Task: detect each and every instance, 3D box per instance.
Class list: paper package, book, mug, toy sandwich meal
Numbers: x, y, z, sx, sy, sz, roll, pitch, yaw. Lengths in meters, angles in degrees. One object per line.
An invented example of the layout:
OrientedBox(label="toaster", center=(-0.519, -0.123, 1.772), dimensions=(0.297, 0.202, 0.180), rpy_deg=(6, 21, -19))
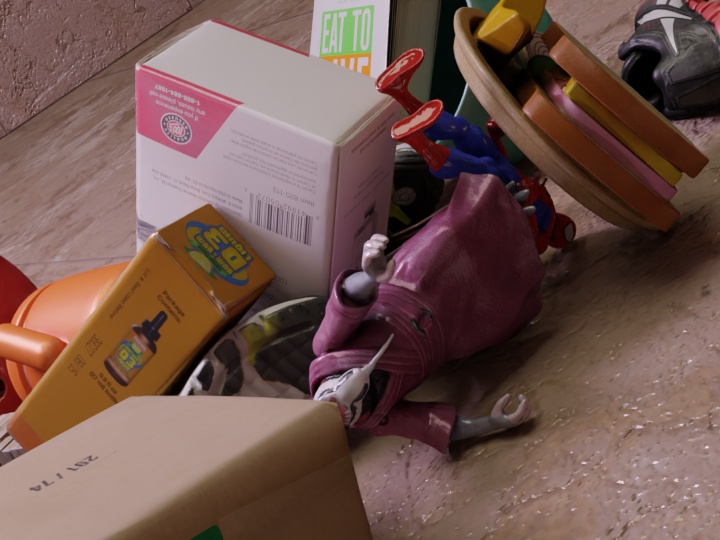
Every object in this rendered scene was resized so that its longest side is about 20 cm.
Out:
OrientedBox(label="paper package", center=(-0.119, 0.144, 0.683), dimensions=(0.199, 0.105, 0.189), rpy_deg=(-27, 14, -40))
OrientedBox(label="book", center=(0.001, -0.131, 1.112), dimensions=(0.048, 0.203, 0.133), rpy_deg=(3, 3, -32))
OrientedBox(label="mug", center=(0.084, -0.167, 1.129), dimensions=(0.113, 0.187, 0.152), rpy_deg=(7, -30, -33))
OrientedBox(label="toy sandwich meal", center=(0.136, -0.105, 0.862), dimensions=(0.070, 0.205, 0.206), rpy_deg=(-45, 12, 22))

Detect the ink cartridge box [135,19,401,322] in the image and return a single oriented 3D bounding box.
OrientedBox(label="ink cartridge box", center=(-0.062, -0.032, 0.892), dimensions=(0.145, 0.202, 0.083), rpy_deg=(22, 39, 21))

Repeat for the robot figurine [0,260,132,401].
OrientedBox(label="robot figurine", center=(-0.186, 0.055, 1.053), dimensions=(0.199, 0.117, 0.144), rpy_deg=(-12, 25, 44))

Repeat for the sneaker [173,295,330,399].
OrientedBox(label="sneaker", center=(-0.083, 0.082, 0.858), dimensions=(0.200, 0.075, 0.085), rpy_deg=(-41, 11, 8))

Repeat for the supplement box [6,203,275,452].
OrientedBox(label="supplement box", center=(-0.136, 0.052, 0.872), dimensions=(0.200, 0.067, 0.069), rpy_deg=(-47, -7, 35))

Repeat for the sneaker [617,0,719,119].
OrientedBox(label="sneaker", center=(0.228, -0.162, 1.058), dimensions=(0.097, 0.071, 0.201), rpy_deg=(-27, 20, 2))

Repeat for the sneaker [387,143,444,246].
OrientedBox(label="sneaker", center=(-0.017, -0.045, 1.031), dimensions=(0.199, 0.075, 0.077), rpy_deg=(-34, 40, 39))

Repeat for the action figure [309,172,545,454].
OrientedBox(label="action figure", center=(0.018, 0.029, 0.786), dimensions=(0.148, 0.135, 0.200), rpy_deg=(-9, 25, 49))

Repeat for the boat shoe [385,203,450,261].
OrientedBox(label="boat shoe", center=(0.000, 0.000, 0.984), dimensions=(0.198, 0.073, 0.072), rpy_deg=(-16, 22, 36))

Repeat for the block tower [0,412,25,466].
OrientedBox(label="block tower", center=(-0.239, 0.135, 1.028), dimensions=(0.198, 0.054, 0.058), rpy_deg=(-12, 26, 42))

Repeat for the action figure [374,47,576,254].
OrientedBox(label="action figure", center=(0.082, -0.059, 0.864), dimensions=(0.051, 0.200, 0.066), rpy_deg=(-33, 52, 14))

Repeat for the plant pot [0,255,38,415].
OrientedBox(label="plant pot", center=(-0.353, 0.063, 1.195), dimensions=(0.198, 0.184, 0.201), rpy_deg=(-25, 21, 10))
